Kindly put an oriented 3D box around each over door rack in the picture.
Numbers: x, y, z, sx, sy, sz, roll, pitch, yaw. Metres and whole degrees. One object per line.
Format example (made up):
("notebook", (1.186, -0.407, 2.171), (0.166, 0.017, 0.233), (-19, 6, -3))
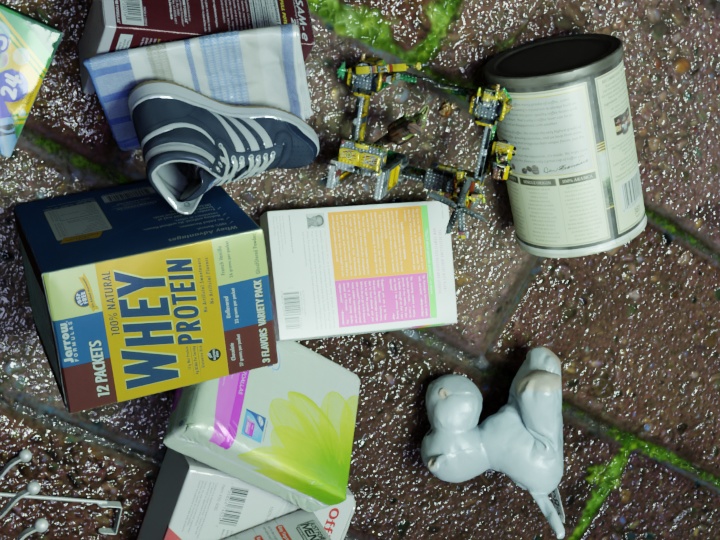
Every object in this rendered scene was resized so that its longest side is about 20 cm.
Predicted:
("over door rack", (-0.308, 0.244, 1.289), (0.199, 0.148, 0.067), (22, 102, -27))

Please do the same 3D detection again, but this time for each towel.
("towel", (-0.146, -0.169, 1.224), (0.199, 0.024, 0.147), (-10, 154, -3))

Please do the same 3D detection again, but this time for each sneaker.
("sneaker", (-0.119, -0.101, 1.213), (0.199, 0.109, 0.070), (12, 137, -34))

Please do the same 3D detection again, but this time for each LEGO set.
("LEGO set", (0.053, -0.131, 1.302), (0.199, 0.116, 0.155), (22, 110, 9))

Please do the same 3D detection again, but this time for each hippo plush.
("hippo plush", (0.151, 0.188, 1.494), (0.160, 0.159, 0.202), (-1, 93, 9))

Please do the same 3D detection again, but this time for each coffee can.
("coffee can", (0.220, -0.134, 1.396), (0.146, 0.146, 0.201), (-20, 113, -16))

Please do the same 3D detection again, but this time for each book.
("book", (0.000, 0.000, 1.373), (0.199, 0.048, 0.135), (-4, 84, -20))

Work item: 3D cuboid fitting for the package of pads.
("package of pads", (-0.096, 0.141, 1.351), (0.199, 0.068, 0.155), (31, 48, -28))

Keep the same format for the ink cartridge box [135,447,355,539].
("ink cartridge box", (-0.126, 0.276, 1.411), (0.199, 0.083, 0.148), (16, 101, -26))

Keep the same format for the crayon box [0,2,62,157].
("crayon box", (-0.385, -0.198, 1.170), (0.199, 0.052, 0.126), (22, 97, -27))

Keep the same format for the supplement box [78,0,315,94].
("supplement box", (-0.155, -0.212, 1.228), (0.199, 0.109, 0.061), (2, 63, -24))

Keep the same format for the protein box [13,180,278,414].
("protein box", (-0.204, 0.011, 1.223), (0.197, 0.200, 0.136), (-12, 114, -17))

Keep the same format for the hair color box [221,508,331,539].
("hair color box", (-0.122, 0.319, 1.323), (0.199, 0.101, 0.062), (-19, 114, -15))
